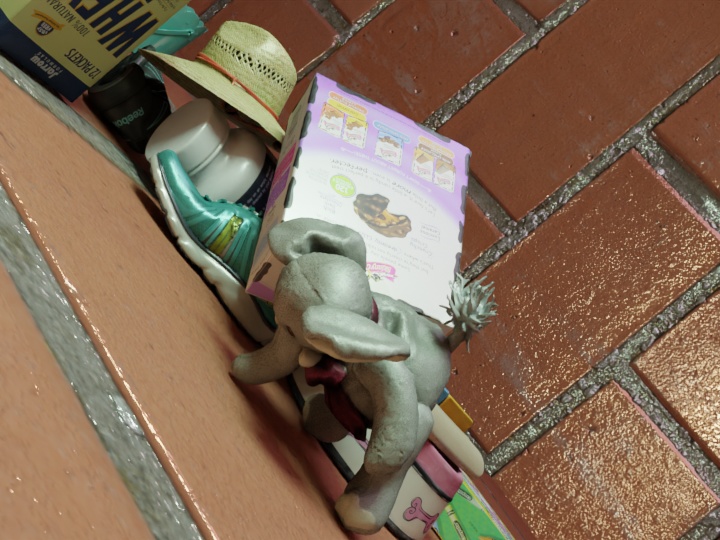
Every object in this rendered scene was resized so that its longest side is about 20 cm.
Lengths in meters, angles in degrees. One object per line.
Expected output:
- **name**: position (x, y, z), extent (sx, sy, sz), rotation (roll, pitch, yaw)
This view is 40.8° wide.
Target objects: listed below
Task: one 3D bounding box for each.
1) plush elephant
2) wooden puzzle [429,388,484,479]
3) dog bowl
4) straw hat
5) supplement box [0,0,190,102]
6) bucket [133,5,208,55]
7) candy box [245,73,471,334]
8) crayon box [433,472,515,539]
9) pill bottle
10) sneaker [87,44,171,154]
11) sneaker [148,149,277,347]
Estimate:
- **plush elephant**: position (-0.015, 0.056, 0.689), extent (0.153, 0.201, 0.165), rotation (30, 18, -24)
- **wooden puzzle**: position (0.045, 0.092, 0.920), extent (0.201, 0.037, 0.185), rotation (54, 2, 33)
- **dog bowl**: position (0.019, 0.149, 0.895), extent (0.201, 0.073, 0.200), rotation (53, 2, -3)
- **straw hat**: position (-0.111, -0.192, 0.947), extent (0.199, 0.086, 0.201), rotation (34, 0, 0)
- **supplement box**: position (-0.240, -0.293, 0.786), extent (0.201, 0.199, 0.134), rotation (52, 2, 16)
- **bucket**: position (-0.391, -0.482, 1.773), extent (0.208, 0.134, 0.207), rotation (51, 1, -1)
- **candy box**: position (0.004, -0.047, 0.841), extent (0.165, 0.072, 0.203), rotation (24, 52, -17)
- **crayon box**: position (0.108, 0.268, 1.102), extent (0.201, 0.058, 0.119), rotation (53, 2, 3)
- **pill bottle**: position (-0.119, -0.068, 0.955), extent (0.201, 0.111, 0.111), rotation (51, 2, -36)
- **sneaker**: position (-0.236, -0.177, 1.004), extent (0.080, 0.074, 0.201), rotation (61, 7, -23)
- **sneaker**: position (-0.113, -0.028, 0.858), extent (0.201, 0.079, 0.078), rotation (51, 2, -9)
